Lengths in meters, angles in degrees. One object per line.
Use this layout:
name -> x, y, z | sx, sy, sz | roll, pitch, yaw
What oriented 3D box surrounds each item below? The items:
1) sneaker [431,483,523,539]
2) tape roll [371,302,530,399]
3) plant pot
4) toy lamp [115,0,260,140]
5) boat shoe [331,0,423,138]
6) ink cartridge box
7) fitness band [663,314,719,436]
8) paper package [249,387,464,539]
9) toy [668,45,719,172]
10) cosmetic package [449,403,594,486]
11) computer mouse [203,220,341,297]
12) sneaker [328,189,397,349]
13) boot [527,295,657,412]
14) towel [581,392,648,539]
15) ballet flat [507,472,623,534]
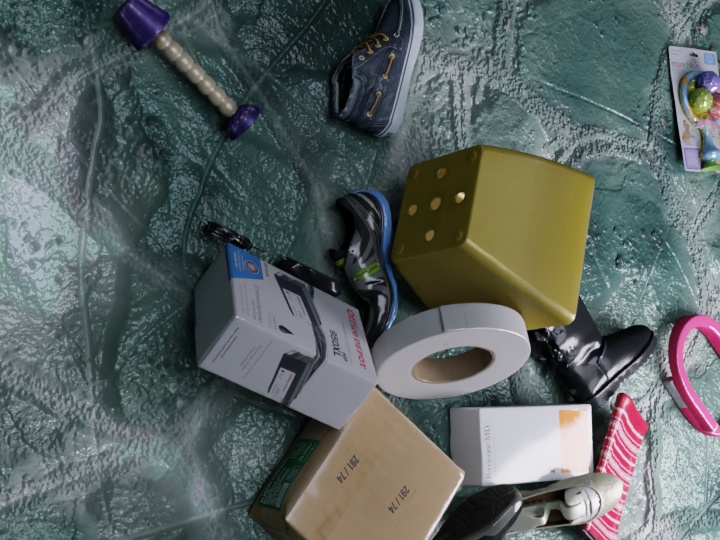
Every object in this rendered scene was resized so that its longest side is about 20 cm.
sneaker -> 0.149, 0.370, 1.493 | 0.200, 0.076, 0.114 | -49, 118, -6
tape roll -> 0.112, 0.102, 1.447 | 0.200, 0.203, 0.038 | 10, 55, -31
plant pot -> 0.153, -0.048, 1.468 | 0.175, 0.198, 0.203 | 27, 65, -36
toy lamp -> -0.205, -0.240, 1.373 | 0.200, 0.058, 0.059 | 45, 63, -19
boat shoe -> 0.021, -0.280, 1.510 | 0.090, 0.070, 0.204 | 16, 78, -34
ink cartridge box -> -0.089, 0.076, 1.349 | 0.198, 0.085, 0.146 | 28, 26, -27
fitness band -> 0.540, 0.163, 1.807 | 0.144, 0.037, 0.201 | -47, 110, -28
paper package -> -0.002, 0.268, 1.411 | 0.191, 0.103, 0.201 | 44, 64, -18
toy -> 0.556, -0.260, 1.863 | 0.114, 0.047, 0.204 | -1, 85, -34
cosmetic package -> 0.219, 0.233, 1.574 | 0.197, 0.071, 0.104 | 1, 84, -32
computer mouse -> -0.106, -0.007, 1.408 | 0.198, 0.058, 0.034 | 27, 88, -26
sneaker -> 0.000, 0.000, 1.472 | 0.081, 0.071, 0.204 | -3, 83, -22
boot -> 0.326, 0.089, 1.665 | 0.198, 0.073, 0.164 | -39, 98, -32
towel -> 0.360, 0.286, 1.645 | 0.145, 0.022, 0.203 | 47, 58, -54
ballet flat -> 0.254, 0.317, 1.535 | 0.196, 0.062, 0.069 | -14, 102, 5
